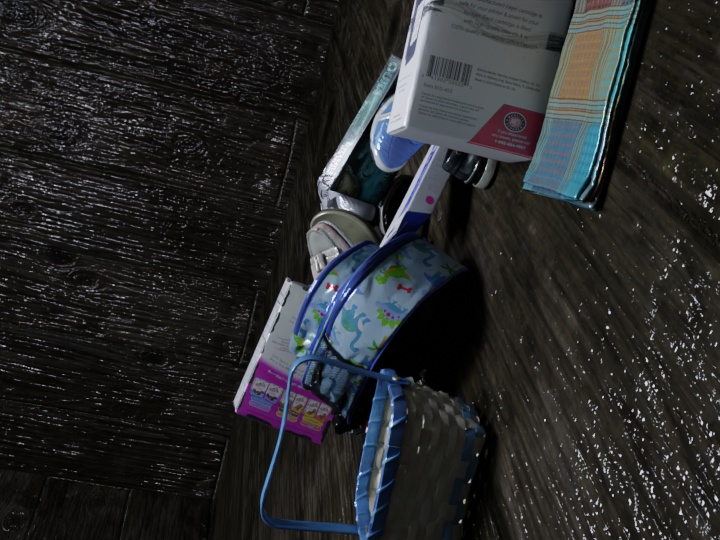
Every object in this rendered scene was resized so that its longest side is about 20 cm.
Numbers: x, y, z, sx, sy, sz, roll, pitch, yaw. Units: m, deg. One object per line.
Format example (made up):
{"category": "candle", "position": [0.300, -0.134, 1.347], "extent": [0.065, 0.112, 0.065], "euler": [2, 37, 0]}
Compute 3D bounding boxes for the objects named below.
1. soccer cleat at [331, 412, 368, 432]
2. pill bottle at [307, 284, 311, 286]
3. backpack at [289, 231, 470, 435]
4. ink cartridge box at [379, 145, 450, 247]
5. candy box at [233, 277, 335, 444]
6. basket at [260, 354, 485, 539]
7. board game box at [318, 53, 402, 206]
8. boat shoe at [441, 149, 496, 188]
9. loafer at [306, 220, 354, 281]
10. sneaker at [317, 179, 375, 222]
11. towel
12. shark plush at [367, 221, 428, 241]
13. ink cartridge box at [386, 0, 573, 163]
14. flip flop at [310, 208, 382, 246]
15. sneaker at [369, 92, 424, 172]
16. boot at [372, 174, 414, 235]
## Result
{"category": "soccer cleat", "position": [0.014, 0.171, 1.268], "extent": [0.200, 0.068, 0.086], "euler": [125, 163, -57]}
{"category": "pill bottle", "position": [-0.062, 0.129, 1.565], "extent": [0.106, 0.106, 0.201], "euler": [119, 159, -57]}
{"category": "backpack", "position": [0.019, 0.051, 1.029], "extent": [0.183, 0.147, 0.200], "euler": [-34, -23, -48]}
{"category": "ink cartridge box", "position": [0.082, -0.105, 1.119], "extent": [0.201, 0.037, 0.095], "euler": [-61, 4, -23]}
{"category": "candy box", "position": [-0.081, 0.128, 1.278], "extent": [0.201, 0.136, 0.061], "euler": [-66, 14, 2]}
{"category": "basket", "position": [0.011, 0.186, 0.890], "extent": [0.139, 0.199, 0.177], "euler": [-125, 49, -74]}
{"category": "board game box", "position": [0.034, -0.191, 1.260], "extent": [0.028, 0.135, 0.201], "euler": [38, 104, 29]}
{"category": "boat shoe", "position": [0.127, -0.195, 1.051], "extent": [0.075, 0.066, 0.200], "euler": [136, 144, -71]}
{"category": "loafer", "position": [-0.021, 0.033, 1.166], "extent": [0.072, 0.063, 0.201], "euler": [-24, 94, 48]}
{"category": "sneaker", "position": [-0.039, -0.074, 1.413], "extent": [0.200, 0.075, 0.115], "euler": [-130, 56, -67]}
{"category": "towel", "position": [0.197, -0.159, 0.788], "extent": [0.147, 0.022, 0.201], "euler": [-134, 57, -76]}
{"category": "shark plush", "position": [0.060, 0.007, 1.278], "extent": [0.083, 0.090, 0.201], "euler": [-44, -43, -65]}
{"category": "ink cartridge box", "position": [0.122, -0.223, 0.905], "extent": [0.084, 0.144, 0.201], "euler": [-159, 81, -79]}
{"category": "flip flop", "position": [0.000, 0.000, 1.219], "extent": [0.081, 0.200, 0.057], "euler": [-39, -8, 39]}
{"category": "sneaker", "position": [0.082, -0.217, 1.171], "extent": [0.200, 0.076, 0.077], "euler": [-57, 21, -2]}
{"category": "boot", "position": [0.035, -0.073, 1.422], "extent": [0.200, 0.072, 0.183], "euler": [-138, 58, -69]}
